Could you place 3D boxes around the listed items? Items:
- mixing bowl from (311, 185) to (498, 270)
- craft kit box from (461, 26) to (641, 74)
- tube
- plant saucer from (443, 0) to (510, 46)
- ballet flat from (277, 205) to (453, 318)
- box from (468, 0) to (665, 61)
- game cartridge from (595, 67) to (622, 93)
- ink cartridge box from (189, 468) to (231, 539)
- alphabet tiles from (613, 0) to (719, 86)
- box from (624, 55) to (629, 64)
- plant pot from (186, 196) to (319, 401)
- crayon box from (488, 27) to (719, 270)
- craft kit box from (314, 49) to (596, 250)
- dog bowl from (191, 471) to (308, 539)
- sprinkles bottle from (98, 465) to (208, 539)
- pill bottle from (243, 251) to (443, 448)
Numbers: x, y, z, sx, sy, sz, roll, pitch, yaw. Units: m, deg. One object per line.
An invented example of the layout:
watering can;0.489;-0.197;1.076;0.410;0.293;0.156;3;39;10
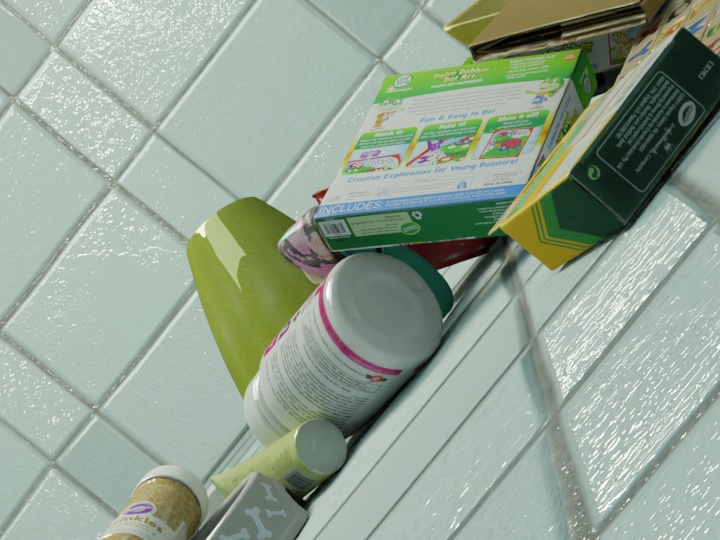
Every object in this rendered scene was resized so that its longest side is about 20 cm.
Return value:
mixing bowl;0.062;-0.053;1.876;0.199;0.109;0.200;-18;0;0
craft kit box;0.201;-0.217;1.827;0.197;0.049;0.200;-19;14;19
tube;-0.076;0.186;1.750;0.200;0.052;0.058;137;135;-54
plant saucer;0.202;-0.250;1.761;0.199;0.049;0.200;-12;18;33
ballet flat;0.000;0.000;1.767;0.071;0.200;0.069;-24;55;33
box;0.197;-0.237;1.604;0.163;0.021;0.200;-11;26;37
game cartridge;0.167;-0.166;1.899;0.199;0.041;0.133;-20;4;-3
ink cartridge box;-0.175;0.299;1.893;0.200;0.068;0.115;-52;2;-32
alphabet tiles;0.249;-0.184;1.424;0.167;0.008;0.200;-36;16;39
box;0.282;-0.227;1.571;0.200;0.039;0.041;-52;5;-24
plant pot;-0.079;0.030;1.942;0.187;0.200;0.187;-34;-18;-12
crayon box;0.162;-0.073;1.284;0.126;0.052;0.200;-52;3;-14
craft kit box;0.083;-0.104;1.669;0.199;0.049;0.198;-4;43;30
dog bowl;-0.123;0.256;1.659;0.200;0.059;0.200;-52;2;3
sprinkles bottle;-0.187;0.235;1.675;0.068;0.068;0.200;-50;3;20
pill bottle;-0.021;0.081;1.724;0.200;0.113;0.113;-49;2;46
